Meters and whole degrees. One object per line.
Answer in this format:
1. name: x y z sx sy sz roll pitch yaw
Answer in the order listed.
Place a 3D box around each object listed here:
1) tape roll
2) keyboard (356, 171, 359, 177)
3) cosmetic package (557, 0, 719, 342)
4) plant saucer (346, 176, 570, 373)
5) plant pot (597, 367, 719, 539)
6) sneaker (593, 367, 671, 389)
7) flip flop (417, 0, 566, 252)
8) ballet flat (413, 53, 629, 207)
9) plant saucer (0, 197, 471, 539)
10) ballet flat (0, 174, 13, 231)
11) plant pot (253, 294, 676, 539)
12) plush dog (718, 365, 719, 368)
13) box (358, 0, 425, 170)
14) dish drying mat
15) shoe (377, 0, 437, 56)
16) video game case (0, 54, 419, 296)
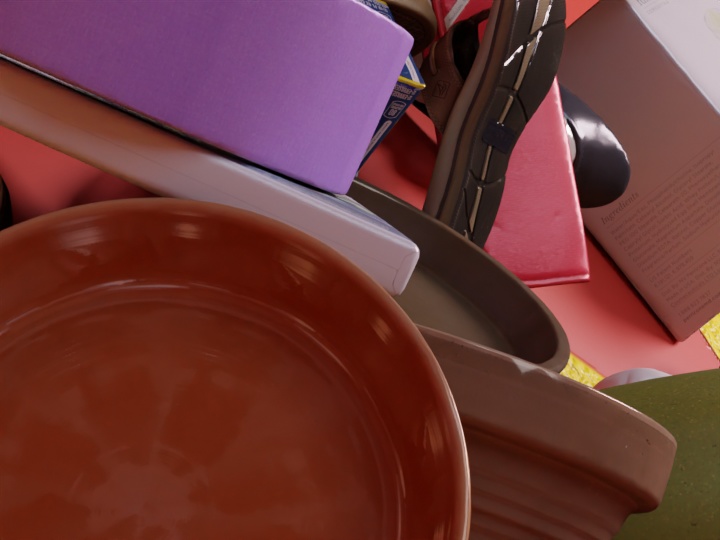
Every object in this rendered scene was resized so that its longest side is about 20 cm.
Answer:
1. tape roll: -0.084 -0.096 0.674 0.200 0.066 0.200 23 4 -2
2. keyboard: -0.003 -0.122 0.979 0.056 0.011 0.200 30 54 -15
3. cosmetic package: 0.213 -0.090 1.225 0.200 0.123 0.199 49 27 3
4. plant saucer: 0.000 0.000 0.823 0.200 0.029 0.200 26 18 -9
5. plant pot: 0.163 0.118 0.818 0.200 0.187 0.187 8 39 -10
6. sneaker: 0.187 0.143 0.954 0.200 0.078 0.099 35 39 -14
7. flip flop: 0.055 -0.086 0.955 0.058 0.200 0.081 18 -3 25
8. ballet flat: 0.068 -0.094 1.057 0.200 0.073 0.073 39 28 -8
9. plant saucer: -0.067 0.071 0.556 0.032 0.200 0.200 88 -23 -63
10. ballet flat: -0.162 -0.019 0.625 0.073 0.073 0.200 51 26 2
11. plant pot: 0.008 0.079 0.680 0.201 0.201 0.093 27 75 -37
12. plush dog: 0.297 0.094 1.102 0.200 0.161 0.172 -30 74 -20
13. box: -0.071 -0.111 0.854 0.200 0.064 0.070 15 38 -35
14. dish drying mat: 0.075 -0.088 1.004 0.077 0.018 0.200 -7 84 -22
15. shoe: -0.044 -0.160 0.918 0.200 0.070 0.053 20 57 -40
16. video game case: -0.082 -0.049 0.683 0.200 0.023 0.182 24 4 -9
